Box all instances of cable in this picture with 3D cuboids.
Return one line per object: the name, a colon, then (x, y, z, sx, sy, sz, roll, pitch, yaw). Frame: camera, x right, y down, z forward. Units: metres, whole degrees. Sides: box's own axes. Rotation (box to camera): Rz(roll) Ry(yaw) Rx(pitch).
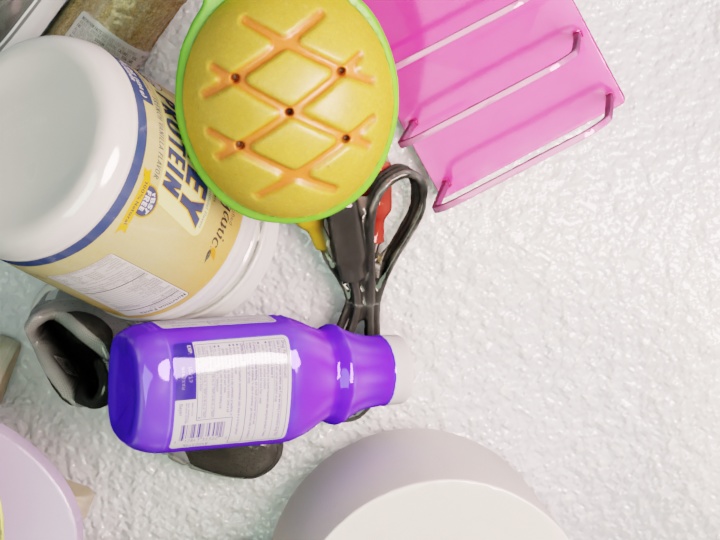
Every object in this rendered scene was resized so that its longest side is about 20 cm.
cable: (0.000, 0.000, 1.755, 0.097, 0.050, 0.201, -10, 113, -10)

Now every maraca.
maraca: (-0.046, -0.127, 1.583, 0.137, 0.107, 0.201, -6, 104, -5)

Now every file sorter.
file sorter: (0.063, -0.156, 1.665, 0.139, 0.125, 0.200, -28, 97, 10)

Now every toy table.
toy table: (-0.275, 0.142, 1.757, 0.200, 0.117, 0.184, 32, 102, -1)

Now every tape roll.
tape roll: (0.043, 0.217, 1.713, 0.202, 0.139, 0.203, -1, 101, -7)

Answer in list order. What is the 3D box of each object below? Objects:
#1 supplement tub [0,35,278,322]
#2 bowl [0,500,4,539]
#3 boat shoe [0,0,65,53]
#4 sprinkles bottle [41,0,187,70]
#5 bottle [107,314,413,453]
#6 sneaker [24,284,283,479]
supplement tub: (-0.154, -0.050, 1.651, 0.144, 0.200, 0.145, -11, 67, 28)
bowl: (-0.312, 0.148, 1.655, 0.200, 0.094, 0.201, 1, 101, 6)
boat shoe: (-0.207, -0.214, 1.693, 0.057, 0.069, 0.200, 31, 98, -32)
sprinkles bottle: (-0.178, -0.143, 1.717, 0.068, 0.068, 0.200, 36, 102, -2)
bottle: (-0.063, 0.070, 1.690, 0.199, 0.065, 0.084, -4, 105, -27)
sneaker: (-0.145, 0.086, 1.734, 0.200, 0.116, 0.075, 34, 102, -2)
